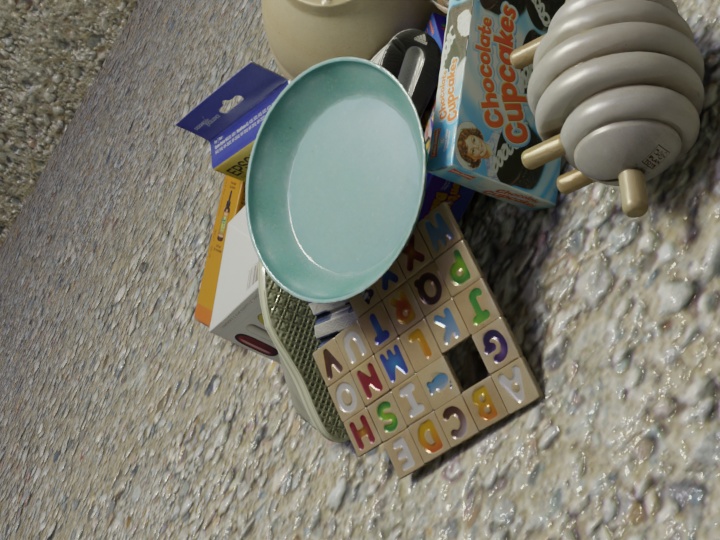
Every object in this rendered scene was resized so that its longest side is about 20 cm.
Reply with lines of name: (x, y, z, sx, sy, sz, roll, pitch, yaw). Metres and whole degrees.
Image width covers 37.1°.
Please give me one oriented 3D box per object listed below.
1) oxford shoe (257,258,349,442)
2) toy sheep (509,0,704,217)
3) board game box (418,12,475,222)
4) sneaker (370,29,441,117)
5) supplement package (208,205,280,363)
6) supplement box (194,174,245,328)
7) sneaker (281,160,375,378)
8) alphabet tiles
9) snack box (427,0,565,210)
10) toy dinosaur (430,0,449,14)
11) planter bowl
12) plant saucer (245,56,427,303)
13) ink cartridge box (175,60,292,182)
oxford shoe: (-0.052, 0.065, 1.006, 0.058, 0.074, 0.203, -10, 100, 67)
toy sheep: (0.180, -0.126, 0.767, 0.137, 0.136, 0.203, -33, 54, 47)
board game box: (0.074, -0.138, 1.031, 0.201, 0.044, 0.135, -97, 27, -50)
sneaker: (0.017, -0.132, 1.041, 0.115, 0.075, 0.203, -123, 57, -79)
supplement package: (-0.056, -0.020, 1.135, 0.200, 0.110, 0.157, -40, 34, 42)
supplement box: (-0.146, -0.027, 1.315, 0.066, 0.068, 0.203, 19, 99, 60)
sneaker: (0.000, 0.001, 0.982, 0.080, 0.115, 0.202, -16, 89, 37)
alphabet tiles: (0.039, 0.068, 0.877, 0.200, 0.007, 0.169, -38, 71, 38)
snack box: (0.120, -0.162, 0.882, 0.037, 0.115, 0.203, -8, 70, 55)
toy dinosaur: (0.112, -0.299, 1.062, 0.136, 0.086, 0.200, -46, 30, 8)
planter bowl: (-0.017, -0.290, 1.099, 0.135, 0.198, 0.203, 54, -126, -70)
plant saucer: (-0.015, -0.073, 0.889, 0.198, 0.036, 0.203, -6, 81, 40)
ink cartridge box: (-0.081, -0.141, 1.186, 0.197, 0.198, 0.048, -22, 57, 55)
